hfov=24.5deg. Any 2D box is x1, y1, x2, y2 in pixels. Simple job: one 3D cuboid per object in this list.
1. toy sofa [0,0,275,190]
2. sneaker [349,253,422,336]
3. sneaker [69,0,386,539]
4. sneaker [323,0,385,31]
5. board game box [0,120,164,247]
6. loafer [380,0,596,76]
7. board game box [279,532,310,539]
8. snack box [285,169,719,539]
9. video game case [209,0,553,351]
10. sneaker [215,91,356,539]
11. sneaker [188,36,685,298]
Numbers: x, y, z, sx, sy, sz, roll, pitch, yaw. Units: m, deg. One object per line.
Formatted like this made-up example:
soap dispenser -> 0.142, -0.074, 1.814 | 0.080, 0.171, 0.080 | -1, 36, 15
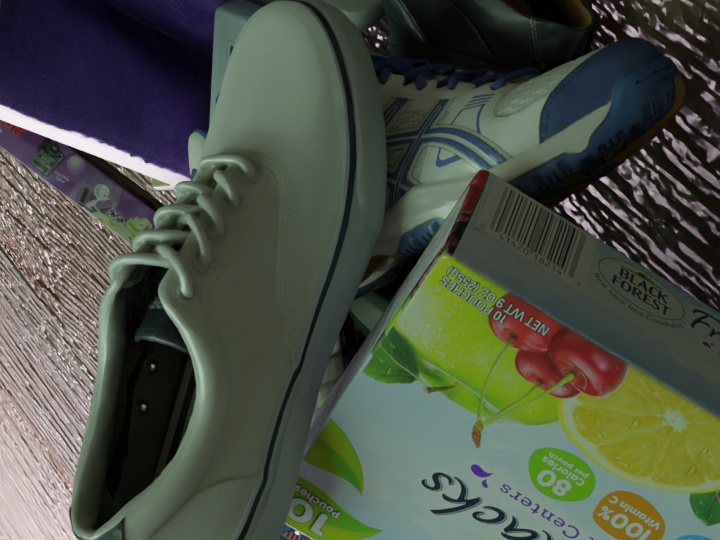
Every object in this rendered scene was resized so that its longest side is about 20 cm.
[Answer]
toy sofa -> -0.110, -0.099, 0.751 | 0.097, 0.199, 0.084 | -2, 78, 32
sneaker -> 0.068, 0.070, 0.650 | 0.198, 0.076, 0.115 | 28, 124, 21
sneaker -> -0.043, 0.002, 0.538 | 0.072, 0.071, 0.203 | 2, 78, 37
sneaker -> -0.039, -0.163, 0.727 | 0.082, 0.073, 0.201 | 88, 156, -56
board game box -> -0.160, -0.054, 0.966 | 0.199, 0.032, 0.120 | 37, -175, 4
loafer -> 0.020, -0.142, 0.628 | 0.201, 0.073, 0.072 | 51, 144, 7
board game box -> -0.015, 0.127, 0.815 | 0.199, 0.047, 0.151 | 32, 173, 2
snack box -> 0.086, 0.076, 0.551 | 0.199, 0.053, 0.143 | 31, 131, -3
video game case -> 0.000, 0.000, 0.745 | 0.181, 0.023, 0.202 | 26, 123, 33
sneaker -> -0.047, 0.020, 0.698 | 0.079, 0.088, 0.203 | -64, -30, -77
sneaker -> 0.014, -0.048, 0.584 | 0.198, 0.075, 0.089 | -24, 83, 28
